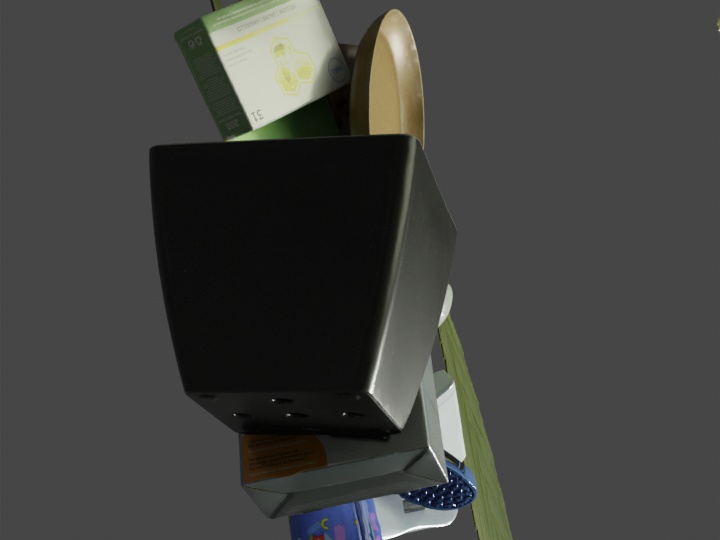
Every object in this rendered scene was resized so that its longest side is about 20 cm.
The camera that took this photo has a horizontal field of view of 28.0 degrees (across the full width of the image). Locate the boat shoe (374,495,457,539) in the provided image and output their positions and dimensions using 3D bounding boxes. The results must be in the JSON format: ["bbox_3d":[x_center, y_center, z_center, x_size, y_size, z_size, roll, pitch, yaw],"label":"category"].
[{"bbox_3d":[0.007,0.232,1.448,0.201,0.086,0.075,5,76,-51],"label":"boat shoe"}]

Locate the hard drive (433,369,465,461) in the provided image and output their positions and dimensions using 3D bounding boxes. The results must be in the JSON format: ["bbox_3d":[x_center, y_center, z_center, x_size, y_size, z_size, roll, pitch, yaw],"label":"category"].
[{"bbox_3d":[0.053,0.195,1.549,0.027,0.132,0.200,45,-15,26],"label":"hard drive"}]

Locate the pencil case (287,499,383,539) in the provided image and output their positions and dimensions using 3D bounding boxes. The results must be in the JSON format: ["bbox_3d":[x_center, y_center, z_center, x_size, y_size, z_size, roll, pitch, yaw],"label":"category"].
[{"bbox_3d":[-0.024,0.196,1.247,0.078,0.087,0.201,5,69,-46],"label":"pencil case"}]

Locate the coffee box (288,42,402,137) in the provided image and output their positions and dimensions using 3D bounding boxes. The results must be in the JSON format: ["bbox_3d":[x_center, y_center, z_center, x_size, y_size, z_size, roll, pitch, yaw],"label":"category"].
[{"bbox_3d":[-0.041,-0.155,1.393,0.200,0.079,0.115,-5,82,-57],"label":"coffee box"}]

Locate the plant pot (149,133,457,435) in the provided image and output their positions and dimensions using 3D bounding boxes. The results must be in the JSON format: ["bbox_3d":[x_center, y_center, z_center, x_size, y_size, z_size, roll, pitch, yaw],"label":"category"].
[{"bbox_3d":[-0.042,0.023,1.075,0.200,0.198,0.178,56,35,-68],"label":"plant pot"}]

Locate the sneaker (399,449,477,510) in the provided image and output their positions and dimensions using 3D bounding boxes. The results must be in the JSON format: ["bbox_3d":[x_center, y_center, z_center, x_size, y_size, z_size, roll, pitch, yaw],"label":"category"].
[{"bbox_3d":[0.034,0.161,1.392,0.200,0.070,0.078,32,37,-29],"label":"sneaker"}]

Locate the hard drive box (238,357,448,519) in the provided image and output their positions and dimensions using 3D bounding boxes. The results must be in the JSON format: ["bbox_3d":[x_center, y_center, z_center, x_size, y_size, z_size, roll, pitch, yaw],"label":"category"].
[{"bbox_3d":[-0.021,0.085,1.185,0.077,0.155,0.201,64,16,-55],"label":"hard drive box"}]

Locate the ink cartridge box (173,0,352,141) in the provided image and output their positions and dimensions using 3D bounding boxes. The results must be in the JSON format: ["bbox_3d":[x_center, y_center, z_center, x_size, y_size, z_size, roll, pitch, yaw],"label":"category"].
[{"bbox_3d":[-0.063,-0.139,1.254,0.145,0.048,0.201,-32,100,-45],"label":"ink cartridge box"}]

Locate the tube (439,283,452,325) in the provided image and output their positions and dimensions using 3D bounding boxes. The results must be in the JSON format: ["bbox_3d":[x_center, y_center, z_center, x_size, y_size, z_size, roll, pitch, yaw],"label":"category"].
[{"bbox_3d":[0.000,0.000,1.445,0.052,0.199,0.058,-12,119,-51],"label":"tube"}]

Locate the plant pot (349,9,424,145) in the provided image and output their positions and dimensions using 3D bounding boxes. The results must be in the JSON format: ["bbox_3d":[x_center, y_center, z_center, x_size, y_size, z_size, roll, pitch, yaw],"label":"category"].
[{"bbox_3d":[0.024,-0.141,1.344,0.200,0.027,0.201,1,90,-73],"label":"plant pot"}]
